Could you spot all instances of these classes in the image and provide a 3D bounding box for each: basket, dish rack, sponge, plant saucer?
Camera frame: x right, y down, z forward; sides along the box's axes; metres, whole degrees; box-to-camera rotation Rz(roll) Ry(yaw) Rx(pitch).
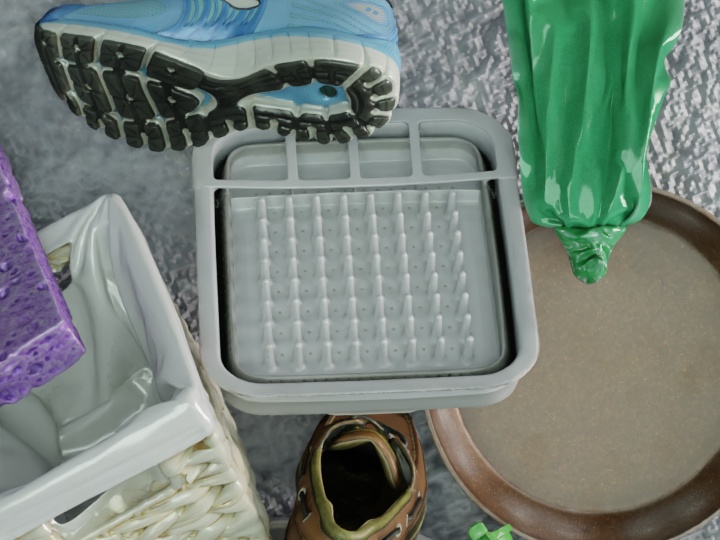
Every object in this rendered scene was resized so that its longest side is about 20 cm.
[{"bbox_3d":[-0.133,0.081,1.492,0.135,0.200,0.124,-29,126,2],"label":"basket"},{"bbox_3d":[0.000,0.000,1.525,0.170,0.201,0.044,-2,136,-3],"label":"dish rack"},{"bbox_3d":[-0.212,0.008,1.496,0.111,0.200,0.030,-31,128,1],"label":"sponge"},{"bbox_3d":[0.130,0.051,1.594,0.199,0.034,0.202,0,96,-2],"label":"plant saucer"}]

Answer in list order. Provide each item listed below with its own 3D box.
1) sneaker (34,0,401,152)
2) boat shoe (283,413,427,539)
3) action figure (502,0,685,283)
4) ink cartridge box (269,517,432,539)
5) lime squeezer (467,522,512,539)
[{"bbox_3d":[-0.072,-0.118,1.554,0.199,0.090,0.079,5,139,10],"label":"sneaker"},{"bbox_3d":[0.004,0.109,1.507,0.071,0.200,0.068,18,119,-3],"label":"boat shoe"},{"bbox_3d":[0.119,-0.093,1.552,0.117,0.055,0.202,2,82,-2],"label":"action figure"},{"bbox_3d":[-0.037,0.235,1.552,0.145,0.084,0.202,0,96,-31],"label":"ink cartridge box"},{"bbox_3d":[0.075,0.168,1.571,0.038,0.071,0.200,-21,139,8],"label":"lime squeezer"}]
